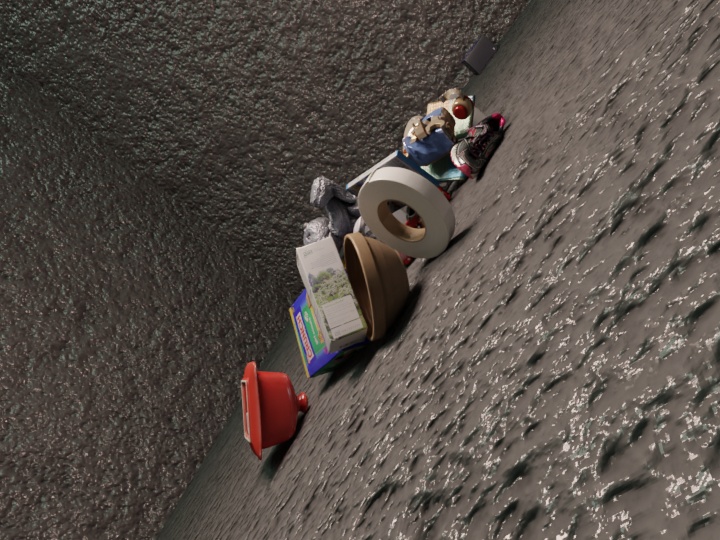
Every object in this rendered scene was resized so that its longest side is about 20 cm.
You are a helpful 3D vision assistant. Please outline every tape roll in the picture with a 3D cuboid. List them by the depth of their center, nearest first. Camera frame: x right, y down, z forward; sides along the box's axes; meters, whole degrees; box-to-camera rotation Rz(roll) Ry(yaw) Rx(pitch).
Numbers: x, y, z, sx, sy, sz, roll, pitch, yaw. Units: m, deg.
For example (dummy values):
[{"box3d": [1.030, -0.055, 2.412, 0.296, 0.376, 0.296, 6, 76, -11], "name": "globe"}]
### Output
[{"box3d": [0.085, -0.107, 1.068, 0.037, 0.201, 0.203, -55, 7, -29], "name": "tape roll"}]

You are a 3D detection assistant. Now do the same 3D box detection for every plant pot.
[{"box3d": [0.036, 0.023, 1.061, 0.090, 0.208, 0.201, -13, 0, -9], "name": "plant pot"}]

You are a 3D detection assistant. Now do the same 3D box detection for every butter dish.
[{"box3d": [-0.188, 0.305, 1.260, 0.200, 0.143, 0.207, 148, 118, -70], "name": "butter dish"}]

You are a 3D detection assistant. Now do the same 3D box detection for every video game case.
[{"box3d": [0.075, -0.205, 1.357, 0.198, 0.141, 0.018, -25, 45, 48], "name": "video game case"}]

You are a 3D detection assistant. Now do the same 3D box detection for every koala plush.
[{"box3d": [-0.075, -0.104, 1.411, 0.204, 0.180, 0.177, -63, 9, 1], "name": "koala plush"}]

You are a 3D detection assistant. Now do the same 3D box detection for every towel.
[{"box3d": [0.210, -0.316, 1.365, 0.144, 0.021, 0.207, 5, 85, 44], "name": "towel"}]

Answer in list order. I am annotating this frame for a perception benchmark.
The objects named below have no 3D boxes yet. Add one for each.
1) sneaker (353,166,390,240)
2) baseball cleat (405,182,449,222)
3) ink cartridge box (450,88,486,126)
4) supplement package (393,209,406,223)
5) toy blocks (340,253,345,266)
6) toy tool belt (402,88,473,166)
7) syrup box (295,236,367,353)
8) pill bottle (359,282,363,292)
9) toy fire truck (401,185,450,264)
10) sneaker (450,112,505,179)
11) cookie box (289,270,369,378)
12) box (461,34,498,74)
[{"box3d": [0.054, -0.127, 1.298, 0.074, 0.114, 0.204, -3, -54, -37], "name": "sneaker"}, {"box3d": [0.176, -0.210, 1.446, 0.204, 0.068, 0.107, -64, -21, -12], "name": "baseball cleat"}, {"box3d": [0.235, -0.354, 1.495, 0.083, 0.146, 0.200, -54, 6, -39], "name": "ink cartridge box"}, {"box3d": [0.051, -0.119, 1.591, 0.112, 0.154, 0.201, -50, 7, 26], "name": "supplement package"}, {"box3d": [0.000, 0.000, 1.430, 0.101, 0.135, 0.200, -54, 6, -17], "name": "toy blocks"}, {"box3d": [0.171, -0.307, 1.289, 0.198, 0.124, 0.125, -28, 28, 46], "name": "toy tool belt"}, {"box3d": [-0.059, 0.046, 1.097, 0.077, 0.205, 0.082, -18, -20, -12], "name": "syrup box"}, {"box3d": [0.003, 0.049, 1.264, 0.112, 0.110, 0.200, -56, 7, -24], "name": "pill bottle"}, {"box3d": [0.148, -0.114, 1.329, 0.141, 0.048, 0.201, -49, 9, 30], "name": "toy fire truck"}, {"box3d": [0.260, -0.282, 1.239, 0.075, 0.080, 0.202, -41, 14, 51], "name": "sneaker"}, {"box3d": [-0.075, 0.120, 1.225, 0.073, 0.176, 0.200, -8, -22, -30], "name": "cookie box"}, {"box3d": [0.592, -1.071, 2.791, 0.149, 0.103, 0.201, -51, 6, 15], "name": "box"}]
